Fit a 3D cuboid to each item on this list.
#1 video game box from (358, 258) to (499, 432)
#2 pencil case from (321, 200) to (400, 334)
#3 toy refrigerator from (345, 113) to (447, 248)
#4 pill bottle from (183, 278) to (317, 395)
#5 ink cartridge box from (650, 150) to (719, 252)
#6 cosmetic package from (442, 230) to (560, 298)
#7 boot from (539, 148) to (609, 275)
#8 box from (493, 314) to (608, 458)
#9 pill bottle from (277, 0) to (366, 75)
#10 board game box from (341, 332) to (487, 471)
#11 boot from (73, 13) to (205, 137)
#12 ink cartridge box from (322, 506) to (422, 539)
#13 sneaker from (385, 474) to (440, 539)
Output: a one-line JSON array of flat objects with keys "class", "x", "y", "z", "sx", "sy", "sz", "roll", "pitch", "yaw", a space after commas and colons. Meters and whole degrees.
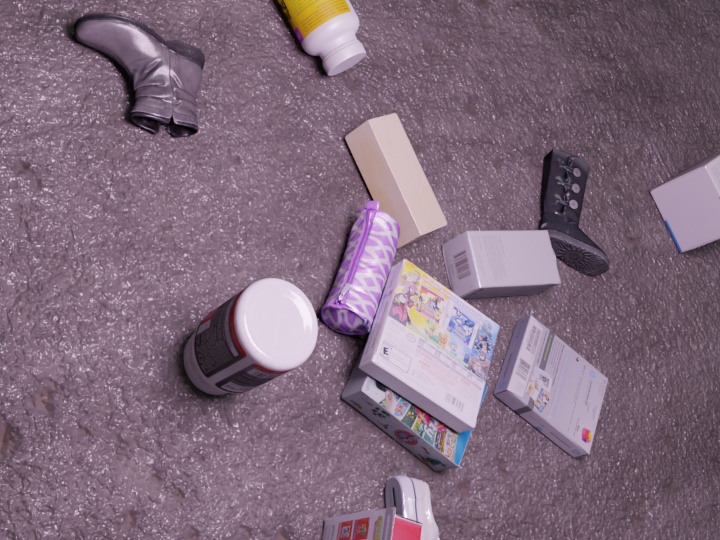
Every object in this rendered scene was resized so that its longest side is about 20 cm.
[{"class": "video game box", "x": 0.106, "y": 0.112, "z": 1.439, "sx": 0.199, "sy": 0.047, "sz": 0.184, "roll": 35, "pitch": 56, "yaw": -20}, {"class": "pencil case", "x": 0.000, "y": 0.000, "z": 1.459, "sx": 0.086, "sy": 0.083, "sz": 0.202, "roll": 57, "pitch": 41, "yaw": -44}, {"class": "toy refrigerator", "x": 0.056, "y": -0.145, "z": 1.569, "sx": 0.075, "sy": 0.070, "sz": 0.203, "roll": -23, "pitch": 87, "yaw": -45}, {"class": "pill bottle", "x": -0.148, "y": 0.093, "z": 1.244, "sx": 0.114, "sy": 0.199, "sz": 0.118, "roll": 13, "pitch": 65, "yaw": -30}, {"class": "ink cartridge box", "x": 0.734, "y": -0.156, "z": 2.004, "sx": 0.199, "sy": 0.144, "sz": 0.149, "roll": -27, "pitch": 89, "yaw": -39}, {"class": "cosmetic package", "x": 0.241, "y": -0.011, "z": 1.646, "sx": 0.197, "sy": 0.074, "sz": 0.103, "roll": 0, "pitch": 72, "yaw": -37}, {"class": "boot", "x": 0.405, "y": -0.111, "z": 1.811, "sx": 0.163, "sy": 0.065, "sz": 0.203, "roll": 28, "pitch": 54, "yaw": -26}, {"class": "box", "x": 0.327, "y": 0.197, "z": 1.645, "sx": 0.199, "sy": 0.041, "sz": 0.157, "roll": 37, "pitch": 55, "yaw": -18}, {"class": "pill bottle", "x": -0.069, "y": -0.422, "z": 1.562, "sx": 0.104, "sy": 0.104, "sz": 0.202, "roll": -28, "pitch": 89, "yaw": -39}, {"class": "board game box", "x": 0.084, "y": 0.184, "z": 1.464, "sx": 0.199, "sy": 0.064, "sz": 0.149, "roll": 39, "pitch": 55, "yaw": -18}, {"class": "boot", "x": -0.311, "y": -0.272, "z": 1.359, "sx": 0.197, "sy": 0.070, "sz": 0.134, "roll": 14, "pitch": 70, "yaw": -26}, {"class": "ink cartridge box", "x": 0.014, "y": 0.421, "z": 1.249, "sx": 0.083, "sy": 0.175, "sz": 0.203, "roll": 23, "pitch": 61, "yaw": -25}, {"class": "sneaker", "x": 0.082, "y": 0.393, "z": 1.374, "sx": 0.070, "sy": 0.073, "sz": 0.204, "roll": 10, "pitch": 67, "yaw": -28}]
